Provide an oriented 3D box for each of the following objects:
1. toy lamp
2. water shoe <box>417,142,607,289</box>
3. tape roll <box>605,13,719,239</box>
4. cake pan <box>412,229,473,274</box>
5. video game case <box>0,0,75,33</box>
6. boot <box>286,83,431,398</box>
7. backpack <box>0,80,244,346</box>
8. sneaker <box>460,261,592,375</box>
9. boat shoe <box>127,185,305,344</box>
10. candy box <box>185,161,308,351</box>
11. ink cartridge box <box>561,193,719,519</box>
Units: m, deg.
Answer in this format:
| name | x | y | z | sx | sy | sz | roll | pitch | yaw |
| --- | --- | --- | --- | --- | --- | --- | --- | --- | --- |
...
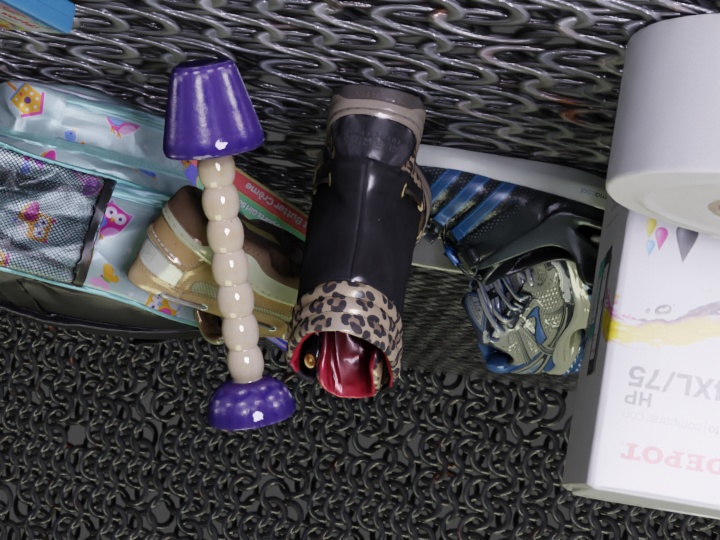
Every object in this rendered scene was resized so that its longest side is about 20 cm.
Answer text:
| name | x | y | z | sx | sy | sz | roll | pitch | yaw |
| --- | --- | --- | --- | --- | --- | --- | --- | --- | --- |
| toy lamp | -0.073 | -0.016 | 1.123 | 0.058 | 0.201 | 0.058 | -6 | -165 | 2 |
| water shoe | 0.069 | -0.032 | 1.276 | 0.200 | 0.079 | 0.071 | 8 | 173 | 18 |
| tape roll | 0.211 | -0.054 | 0.905 | 0.202 | 0.071 | 0.202 | 9 | 174 | 1 |
| cake pan | 0.057 | -0.029 | 1.518 | 0.200 | 0.037 | 0.200 | 10 | 173 | 1 |
| video game case | -0.263 | -0.150 | 1.015 | 0.200 | 0.018 | 0.143 | 7 | 173 | 25 |
| boot | 0.000 | 0.000 | 1.173 | 0.073 | 0.151 | 0.200 | 8 | 157 | 0 |
| backpack | -0.172 | -0.033 | 1.297 | 0.200 | 0.154 | 0.176 | 24 | 172 | -13 |
| sneaker | 0.115 | 0.021 | 1.419 | 0.085 | 0.077 | 0.200 | -10 | 148 | -3 |
| boat shoe | -0.070 | 0.012 | 1.240 | 0.200 | 0.076 | 0.072 | 31 | -164 | -49 |
| candy box | -0.075 | -0.008 | 1.493 | 0.169 | 0.077 | 0.200 | 35 | 173 | -1 |
| ink cartridge box | 0.200 | 0.033 | 1.103 | 0.146 | 0.201 | 0.146 | 9 | 174 | 1 |
